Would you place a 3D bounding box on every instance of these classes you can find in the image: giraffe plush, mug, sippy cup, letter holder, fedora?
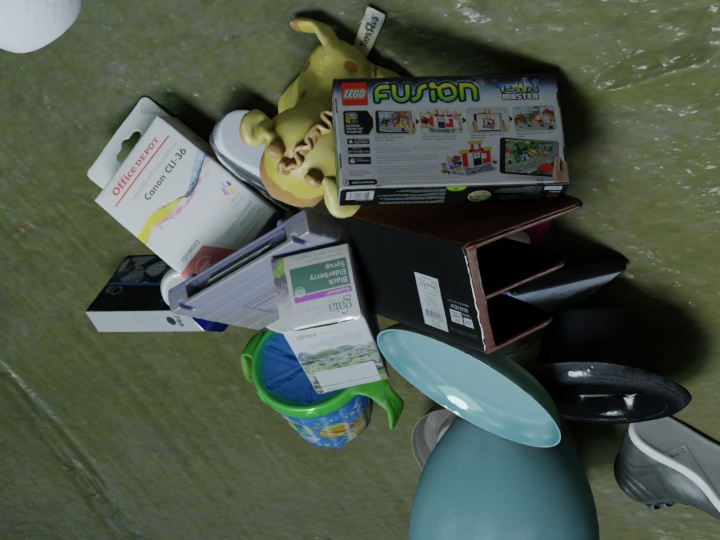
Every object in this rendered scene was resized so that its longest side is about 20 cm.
[{"bbox_3d":[-0.031,-0.123,1.470,0.172,0.162,0.200,19,142,16],"label":"giraffe plush"},{"bbox_3d":[-0.363,-0.311,1.526,0.200,0.148,0.176,36,165,50],"label":"mug"},{"bbox_3d":[-0.044,0.134,1.810,0.178,0.139,0.130,55,172,37],"label":"sippy cup"},{"bbox_3d":[0.105,-0.014,1.440,0.200,0.142,0.101,18,125,58],"label":"letter holder"},{"bbox_3d":[0.235,0.088,1.556,0.200,0.092,0.201,4,163,1],"label":"fedora"}]

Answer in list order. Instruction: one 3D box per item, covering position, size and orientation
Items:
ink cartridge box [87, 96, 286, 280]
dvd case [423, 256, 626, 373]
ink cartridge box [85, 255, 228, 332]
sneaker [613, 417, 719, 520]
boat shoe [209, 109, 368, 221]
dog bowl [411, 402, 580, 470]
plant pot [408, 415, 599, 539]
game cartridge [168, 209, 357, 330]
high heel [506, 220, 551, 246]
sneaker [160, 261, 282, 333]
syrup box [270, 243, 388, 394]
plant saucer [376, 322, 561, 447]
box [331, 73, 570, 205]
[{"bbox_3d":[-0.191,-0.080,1.645,0.200,0.067,0.117,39,99,7],"label":"ink cartridge box"},{"bbox_3d":[0.157,0.047,1.568,0.200,0.142,0.018,-47,60,52],"label":"dvd case"},{"bbox_3d":[-0.217,0.026,1.823,0.199,0.100,0.039,-1,131,35],"label":"ink cartridge box"},{"bbox_3d":[0.358,0.233,1.685,0.200,0.071,0.099,34,145,6],"label":"sneaker"},{"bbox_3d":[-0.066,-0.092,1.611,0.200,0.072,0.068,29,165,-13],"label":"boat shoe"},{"bbox_3d":[0.159,0.206,1.798,0.199,0.059,0.200,19,140,16],"label":"dog bowl"},{"bbox_3d":[0.149,0.216,1.643,0.199,0.200,0.135,4,99,32],"label":"plant pot"},{"bbox_3d":[-0.078,0.002,1.560,0.200,0.039,0.129,-29,156,35],"label":"game cartridge"},{"bbox_3d":[0.126,-0.010,1.544,0.067,0.096,0.200,33,143,-1],"label":"high heel"},{"bbox_3d":[-0.117,0.003,1.745,0.199,0.112,0.073,12,121,-10],"label":"sneaker"},{"bbox_3d":[-0.028,0.050,1.552,0.078,0.082,0.200,-13,157,4],"label":"syrup box"},{"bbox_3d":[0.108,0.104,1.508,0.200,0.027,0.200,29,163,10],"label":"plant saucer"},{"bbox_3d":[0.077,-0.115,1.377,0.199,0.110,0.035,-1,157,-5],"label":"box"}]
